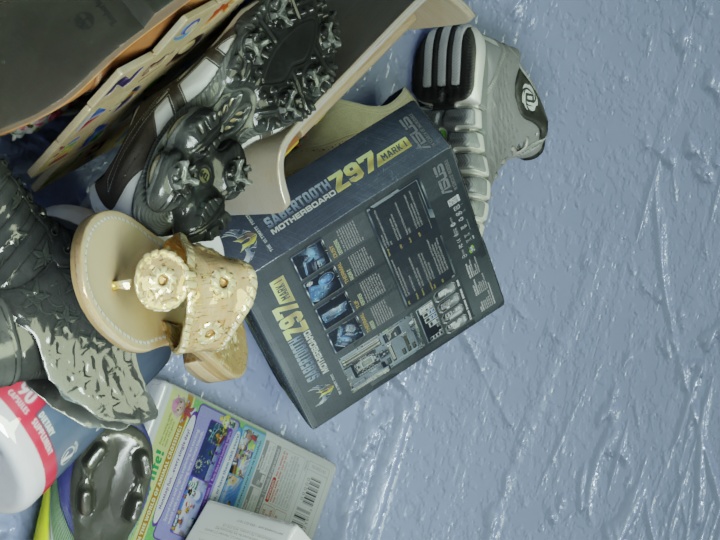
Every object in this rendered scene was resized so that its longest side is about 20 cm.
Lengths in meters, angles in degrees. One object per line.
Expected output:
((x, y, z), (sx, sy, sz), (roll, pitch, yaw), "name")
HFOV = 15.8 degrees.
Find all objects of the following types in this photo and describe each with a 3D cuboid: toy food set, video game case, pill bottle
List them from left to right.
((-0.174, 0.033, 1.502), (0.200, 0.119, 0.120), (-48, 128, -31), "pill bottle")
((-0.108, 0.191, 1.673), (0.182, 0.022, 0.201), (30, 76, -46), "video game case")
((-0.036, -0.102, 1.604), (0.200, 0.143, 0.061), (-48, 120, -31), "toy food set")

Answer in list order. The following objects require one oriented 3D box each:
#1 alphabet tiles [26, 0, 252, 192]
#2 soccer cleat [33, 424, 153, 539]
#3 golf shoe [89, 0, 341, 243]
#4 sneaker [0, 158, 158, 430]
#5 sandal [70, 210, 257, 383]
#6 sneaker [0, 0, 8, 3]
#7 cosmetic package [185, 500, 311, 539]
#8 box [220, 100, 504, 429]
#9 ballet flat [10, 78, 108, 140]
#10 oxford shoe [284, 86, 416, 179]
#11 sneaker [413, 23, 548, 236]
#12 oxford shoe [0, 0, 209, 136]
((-0.112, -0.117, 1.513), (0.006, 0.166, 0.200), (49, 37, 4), "alphabet tiles")
((-0.173, 0.173, 1.567), (0.064, 0.084, 0.201), (15, 104, -20), "soccer cleat")
((-0.087, -0.098, 1.494), (0.200, 0.094, 0.078), (-53, 126, -36), "golf shoe")
((-0.178, -0.006, 1.409), (0.104, 0.060, 0.201), (-10, 85, -29), "sneaker")
((-0.086, 0.011, 1.420), (0.212, 0.069, 0.078), (40, 41, -66), "sandal")
((-0.238, -0.163, 1.446), (0.199, 0.074, 0.080), (-12, 120, -41), "sneaker")
((-0.091, 0.260, 1.626), (0.108, 0.085, 0.201), (49, 62, -43), "cosmetic package")
((0.000, 0.000, 1.642), (0.157, 0.051, 0.200), (-34, 147, -6), "box")
((-0.147, -0.135, 1.544), (0.199, 0.075, 0.064), (-26, 125, -32), "ballet flat")
((-0.030, -0.069, 1.693), (0.199, 0.071, 0.074), (-19, 85, -43), "oxford shoe")
((0.088, -0.066, 1.803), (0.115, 0.075, 0.201), (7, 90, -50), "sneaker")
((-0.157, -0.124, 1.447), (0.199, 0.072, 0.071), (-30, 163, 0), "oxford shoe")
